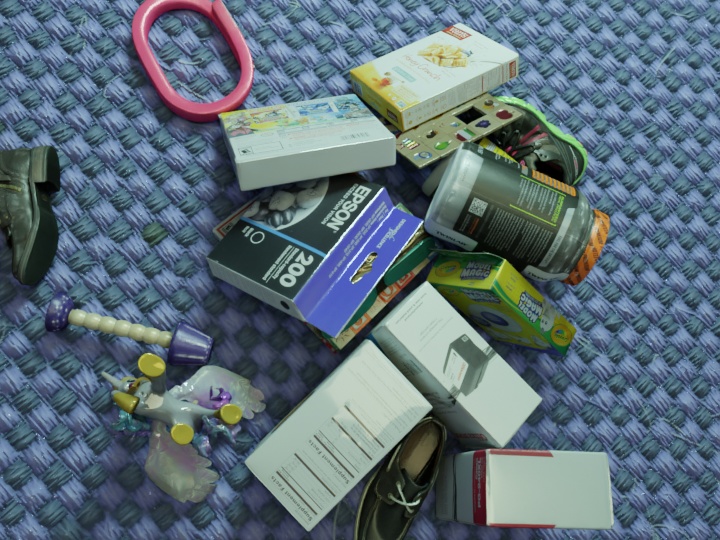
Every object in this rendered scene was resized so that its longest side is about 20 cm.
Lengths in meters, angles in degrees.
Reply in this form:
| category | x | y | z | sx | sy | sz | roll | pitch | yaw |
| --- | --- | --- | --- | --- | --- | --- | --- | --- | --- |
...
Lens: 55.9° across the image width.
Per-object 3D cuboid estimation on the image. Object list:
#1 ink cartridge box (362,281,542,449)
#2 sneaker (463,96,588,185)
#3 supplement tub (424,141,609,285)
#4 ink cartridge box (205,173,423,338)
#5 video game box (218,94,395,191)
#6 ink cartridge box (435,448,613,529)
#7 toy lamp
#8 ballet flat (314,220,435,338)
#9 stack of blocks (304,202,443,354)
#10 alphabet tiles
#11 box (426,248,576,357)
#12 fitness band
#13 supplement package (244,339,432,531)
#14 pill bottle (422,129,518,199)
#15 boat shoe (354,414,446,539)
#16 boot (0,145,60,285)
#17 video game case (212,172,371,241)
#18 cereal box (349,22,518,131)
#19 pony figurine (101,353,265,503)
| category | x | y | z | sx | sy | sz | roll | pitch | yaw |
| --- | --- | --- | --- | --- | --- | --- | --- | --- | --- |
| ink cartridge box | 0.109 | 0.124 | 0.860 | 0.084 | 0.145 | 0.200 | -43 | 88 | -16 |
| sneaker | 0.239 | -0.184 | 0.989 | 0.199 | 0.077 | 0.084 | 30 | 70 | -1 |
| supplement tub | 0.189 | -0.064 | 0.827 | 0.199 | 0.123 | 0.123 | 25 | 74 | 1 |
| ink cartridge box | -0.056 | -0.039 | 0.838 | 0.199 | 0.043 | 0.198 | 25 | 63 | 26 |
| video game box | -0.076 | -0.173 | 0.890 | 0.199 | 0.047 | 0.182 | -11 | 35 | -12 |
| ink cartridge box | 0.185 | 0.262 | 0.816 | 0.144 | 0.200 | 0.084 | 4 | 73 | -9 |
| toy lamp | -0.284 | 0.077 | 0.849 | 0.199 | 0.058 | 0.058 | 15 | 75 | -3 |
| ballet flat | 0.007 | 0.005 | 0.859 | 0.200 | 0.071 | 0.065 | -38 | 58 | -18 |
| stack of blocks | 0.000 | 0.000 | 0.914 | 0.200 | 0.059 | 0.115 | -43 | 87 | -16 |
| alphabet tiles | 0.096 | -0.222 | 0.946 | 0.167 | 0.008 | 0.200 | -28 | 45 | -14 |
| box | 0.173 | 0.038 | 0.863 | 0.200 | 0.117 | 0.049 | 40 | 71 | -31 |
| fitness band | -0.235 | -0.304 | 0.956 | 0.143 | 0.037 | 0.201 | -28 | 83 | -12 |
| supplement package | -0.026 | 0.191 | 0.822 | 0.200 | 0.114 | 0.110 | -44 | 87 | -5 |
| pill bottle | 0.193 | -0.096 | 0.942 | 0.200 | 0.112 | 0.113 | 37 | 74 | 0 |
| boat shoe | 0.051 | 0.275 | 0.858 | 0.072 | 0.068 | 0.201 | 29 | 76 | -4 |
| boot | -0.477 | -0.077 | 0.852 | 0.173 | 0.069 | 0.201 | 0 | 73 | -5 |
| video game case | -0.080 | -0.072 | 0.904 | 0.200 | 0.017 | 0.143 | -40 | 58 | -15 |
| cereal box | 0.104 | -0.282 | 0.970 | 0.199 | 0.040 | 0.144 | -29 | 47 | -15 |
| pony figurine | -0.209 | 0.167 | 0.790 | 0.193 | 0.200 | 0.167 | 36 | 66 | -17 |
